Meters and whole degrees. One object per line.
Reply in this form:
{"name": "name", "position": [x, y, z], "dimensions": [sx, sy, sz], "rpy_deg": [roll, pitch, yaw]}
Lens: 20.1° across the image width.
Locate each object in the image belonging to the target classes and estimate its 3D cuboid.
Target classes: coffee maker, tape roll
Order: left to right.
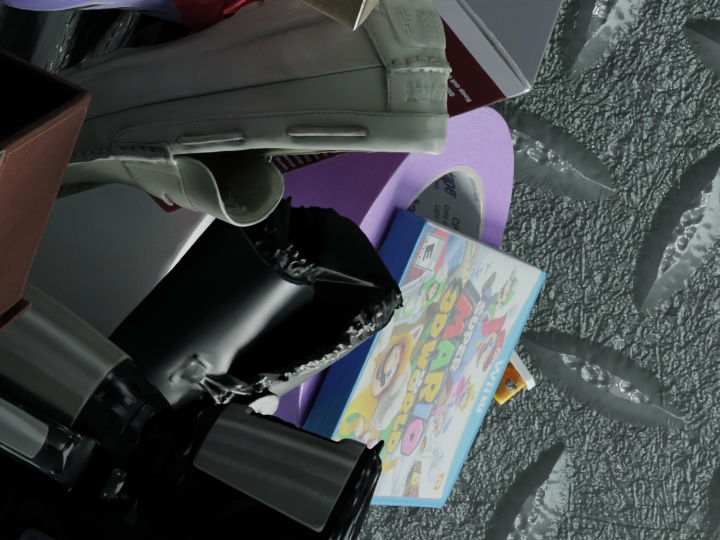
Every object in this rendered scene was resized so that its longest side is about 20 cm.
{"name": "coffee maker", "position": [-0.115, 0.105, 0.702], "dimensions": [0.193, 0.199, 0.135], "rpy_deg": [-63, 175, 16]}
{"name": "tape roll", "position": [-0.127, 0.029, 0.957], "dimensions": [0.204, 0.070, 0.203], "rpy_deg": [-62, 175, -9]}
{"name": "tape roll", "position": [0.000, 0.000, 1.014], "dimensions": [0.200, 0.065, 0.201], "rpy_deg": [-47, 151, -36]}

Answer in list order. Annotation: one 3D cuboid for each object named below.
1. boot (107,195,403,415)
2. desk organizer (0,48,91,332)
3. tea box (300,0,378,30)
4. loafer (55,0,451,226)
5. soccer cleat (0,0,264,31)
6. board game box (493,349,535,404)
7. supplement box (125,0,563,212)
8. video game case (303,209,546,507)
{"name": "boot", "position": [-0.045, 0.057, 0.835], "dimensions": [0.168, 0.077, 0.200], "rpy_deg": [-39, 149, 12]}
{"name": "desk organizer", "position": [-0.145, -0.005, 0.535], "dimensions": [0.078, 0.071, 0.200], "rpy_deg": [-66, 175, 22]}
{"name": "tea box", "position": [0.007, -0.219, 0.603], "dimensions": [0.200, 0.133, 0.198], "rpy_deg": [-57, 173, -47]}
{"name": "loafer", "position": [-0.056, -0.049, 0.725], "dimensions": [0.199, 0.071, 0.070], "rpy_deg": [-15, 175, 36]}
{"name": "soccer cleat", "position": [-0.071, -0.113, 0.697], "dimensions": [0.067, 0.076, 0.200], "rpy_deg": [-63, 176, 11]}
{"name": "board game box", "position": [0.013, -0.018, 1.233], "dimensions": [0.026, 0.201, 0.200], "rpy_deg": [-37, -165, -8]}
{"name": "supplement box", "position": [-0.011, -0.102, 0.821], "dimensions": [0.199, 0.061, 0.109], "rpy_deg": [-17, -141, 40]}
{"name": "video game case", "position": [0.032, 0.051, 1.028], "dimensions": [0.144, 0.018, 0.200], "rpy_deg": [-67, 158, 2]}
